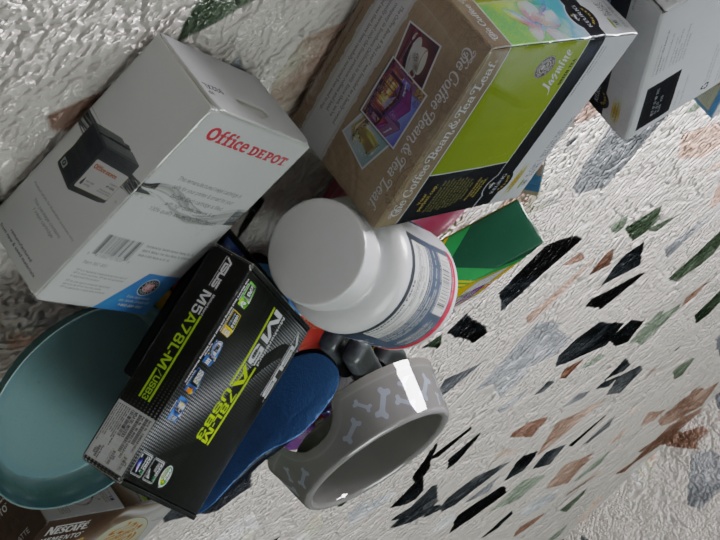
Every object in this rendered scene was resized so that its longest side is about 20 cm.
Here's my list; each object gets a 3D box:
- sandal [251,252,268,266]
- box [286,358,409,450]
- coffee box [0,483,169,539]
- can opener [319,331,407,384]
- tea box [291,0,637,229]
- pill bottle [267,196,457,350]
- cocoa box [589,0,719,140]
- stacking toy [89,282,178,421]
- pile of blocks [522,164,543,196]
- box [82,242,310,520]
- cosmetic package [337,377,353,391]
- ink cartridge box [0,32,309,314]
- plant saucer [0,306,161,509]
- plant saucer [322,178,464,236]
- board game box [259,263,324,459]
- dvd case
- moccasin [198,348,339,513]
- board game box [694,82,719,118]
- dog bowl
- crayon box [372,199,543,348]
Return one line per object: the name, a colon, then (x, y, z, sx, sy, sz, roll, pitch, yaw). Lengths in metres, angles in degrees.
sandal: (-0.152, 0.063, 1.487, 0.201, 0.045, 0.075, -59, 155, 10)
box: (-0.022, 0.153, 1.744, 0.136, 0.039, 0.200, -30, -178, -19)
coffee box: (-0.296, 0.246, 1.565, 0.114, 0.080, 0.200, -47, 156, 23)
can opener: (0.001, 0.087, 1.552, 0.067, 0.052, 0.200, -62, 164, -7)
tea box: (0.084, -0.160, 1.280, 0.196, 0.134, 0.200, -14, 148, -46)
pill bottle: (0.000, 0.000, 1.346, 0.119, 0.120, 0.200, -42, 158, 11)
cocoa box: (0.261, -0.244, 1.384, 0.133, 0.131, 0.200, -31, 157, -16)
stacking toy: (-0.183, 0.044, 1.366, 0.200, 0.085, 0.085, -40, 159, -13)
pile of blocks: (0.156, -0.129, 1.528, 0.200, 0.062, 0.083, 89, 14, -60)
box: (-0.129, 0.097, 1.269, 0.201, 0.047, 0.193, -59, 159, -10)
cosmetic package: (-0.096, 0.118, 1.627, 0.199, 0.074, 0.102, -31, 156, -19)
ink cartridge box: (-0.158, -0.067, 1.163, 0.200, 0.084, 0.145, -44, 157, 16)
plant saucer: (-0.231, 0.108, 1.277, 0.200, 0.027, 0.201, -30, 138, -31)
plant saucer: (0.035, -0.074, 1.481, 0.200, 0.051, 0.201, -31, 157, -14)
board game box: (-0.104, 0.090, 1.485, 0.153, 0.040, 0.201, 5, 115, -51)
dvd case: (-0.126, 0.054, 1.316, 0.143, 0.017, 0.200, -59, 160, -10)
moccasin: (-0.105, 0.140, 1.433, 0.200, 0.081, 0.068, -38, -174, 4)
board game box: (0.335, -0.259, 1.463, 0.034, 0.135, 0.200, -26, 156, -24)
dog bowl: (0.004, 0.171, 1.569, 0.199, 0.059, 0.200, -31, 160, -12)
crayon box: (0.079, 0.014, 1.638, 0.172, 0.059, 0.200, -29, 173, -23)
